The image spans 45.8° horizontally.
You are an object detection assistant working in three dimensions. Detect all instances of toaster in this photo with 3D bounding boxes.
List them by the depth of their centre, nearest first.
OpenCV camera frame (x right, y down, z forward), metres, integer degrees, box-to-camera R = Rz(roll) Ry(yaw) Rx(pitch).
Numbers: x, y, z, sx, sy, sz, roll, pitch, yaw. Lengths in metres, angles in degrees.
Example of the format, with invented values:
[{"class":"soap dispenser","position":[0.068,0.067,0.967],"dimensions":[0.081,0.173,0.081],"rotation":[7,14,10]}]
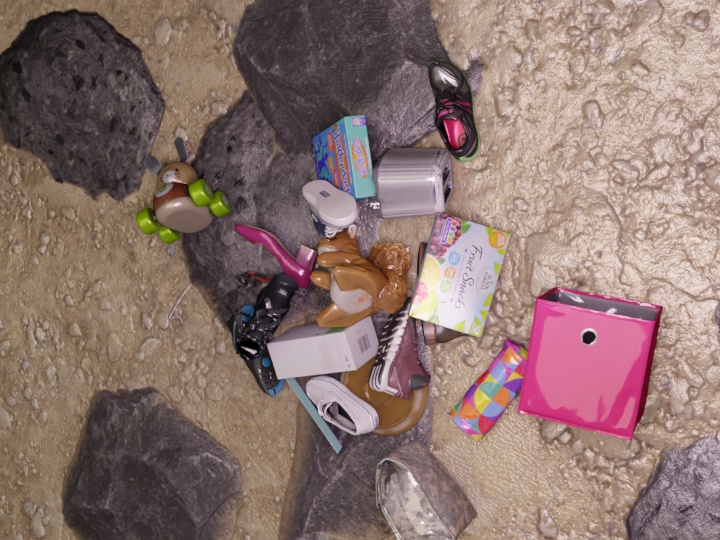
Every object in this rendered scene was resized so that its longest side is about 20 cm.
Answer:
[{"class":"toaster","position":[0.098,-0.163,1.577],"dimensions":[0.128,0.200,0.114],"rotation":[-2,111,15]}]

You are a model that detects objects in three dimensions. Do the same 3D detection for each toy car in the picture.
[{"class":"toy car","position":[-0.402,-0.188,1.844],"dimensions":[0.164,0.158,0.201],"rotation":[-26,71,12]}]

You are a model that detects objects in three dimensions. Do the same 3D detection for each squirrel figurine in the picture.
[{"class":"squirrel figurine","position":[0.000,0.000,1.669],"dimensions":[0.199,0.187,0.142],"rotation":[1,127,-13]}]

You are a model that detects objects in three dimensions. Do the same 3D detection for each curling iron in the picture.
[{"class":"curling iron","position":[-0.189,0.032,1.793],"dimensions":[0.199,0.026,0.050],"rotation":[8,73,37]}]

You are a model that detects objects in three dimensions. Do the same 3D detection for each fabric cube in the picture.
[{"class":"fabric cube","position":[0.396,0.151,1.462],"dimensions":[0.195,0.200,0.201],"rotation":[12,99,22]}]

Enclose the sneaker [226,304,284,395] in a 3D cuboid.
[{"class":"sneaker","position":[-0.224,0.176,1.831],"dimensions":[0.082,0.073,0.201],"rotation":[-29,79,45]}]

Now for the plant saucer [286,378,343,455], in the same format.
[{"class":"plant saucer","position":[-0.097,0.296,1.775],"dimensions":[0.019,0.070,0.200],"rotation":[-36,78,-6]}]

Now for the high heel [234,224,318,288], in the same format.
[{"class":"high heel","position":[-0.189,-0.029,1.788],"dimensions":[0.199,0.067,0.097],"rotation":[22,92,18]}]

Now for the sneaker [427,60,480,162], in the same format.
[{"class":"sneaker","position":[0.174,-0.303,1.597],"dimensions":[0.076,0.084,0.201],"rotation":[-20,85,24]}]

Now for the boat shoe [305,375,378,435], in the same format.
[{"class":"boat shoe","position":[-0.053,0.272,1.723],"dimensions":[0.199,0.065,0.074],"rotation":[19,114,42]}]

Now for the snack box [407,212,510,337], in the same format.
[{"class":"snack box","position":[0.182,0.008,1.585],"dimensions":[0.141,0.053,0.201],"rotation":[16,87,-1]}]

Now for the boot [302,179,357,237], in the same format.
[{"class":"boot","position":[-0.049,-0.100,1.604],"dimensions":[0.072,0.200,0.091],"rotation":[-21,119,-11]}]

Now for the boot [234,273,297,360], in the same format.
[{"class":"boot","position":[-0.197,0.108,1.714],"dimensions":[0.073,0.163,0.198],"rotation":[29,150,-6]}]

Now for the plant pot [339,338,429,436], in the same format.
[{"class":"plant pot","position":[0.042,0.240,1.726],"dimensions":[0.199,0.027,0.201],"rotation":[2,94,24]}]

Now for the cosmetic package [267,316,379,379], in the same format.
[{"class":"cosmetic package","position":[-0.074,0.155,1.707],"dimensions":[0.199,0.108,0.085],"rotation":[-10,102,33]}]

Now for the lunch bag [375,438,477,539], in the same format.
[{"class":"lunch bag","position":[0.111,0.429,1.630],"dimensions":[0.117,0.164,0.201],"rotation":[-37,78,20]}]

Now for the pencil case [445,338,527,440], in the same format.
[{"class":"pencil case","position":[0.249,0.224,1.600],"dimensions":[0.088,0.088,0.200],"rotation":[42,108,16]}]

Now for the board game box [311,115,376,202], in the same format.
[{"class":"board game box","position":[-0.035,-0.204,1.654],"dimensions":[0.200,0.045,0.153],"rotation":[169,92,-68]}]

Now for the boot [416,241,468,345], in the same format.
[{"class":"boot","position":[0.161,0.041,1.650],"dimensions":[0.096,0.075,0.201],"rotation":[-5,83,1]}]

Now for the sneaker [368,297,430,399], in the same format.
[{"class":"sneaker","position":[0.096,0.161,1.668],"dimensions":[0.115,0.076,0.201],"rotation":[29,67,-18]}]
